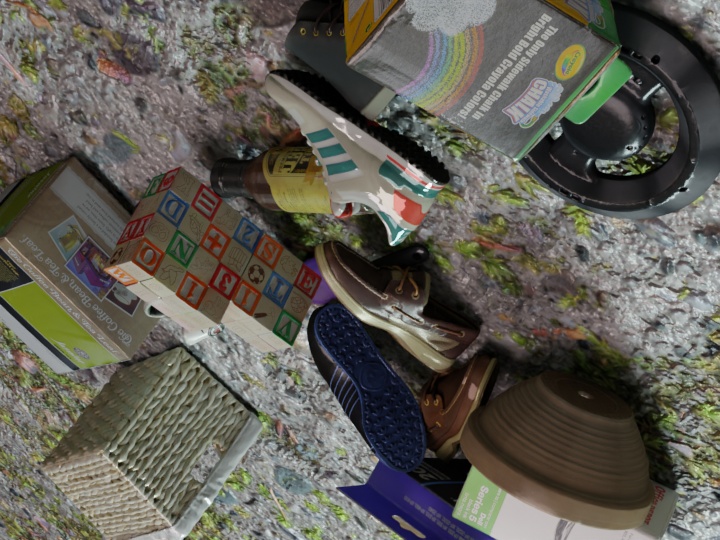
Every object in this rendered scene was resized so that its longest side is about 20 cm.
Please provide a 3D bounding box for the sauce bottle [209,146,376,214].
[{"bbox_3d":[-0.062,-0.087,1.441,0.199,0.065,0.065,3,137,37],"label":"sauce bottle"}]

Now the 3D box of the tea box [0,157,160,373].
[{"bbox_3d":[-0.340,0.000,1.728,0.200,0.134,0.196,48,149,-22],"label":"tea box"}]

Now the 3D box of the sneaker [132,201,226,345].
[{"bbox_3d":[-0.210,0.001,1.615,0.200,0.088,0.074,46,168,37],"label":"sneaker"}]

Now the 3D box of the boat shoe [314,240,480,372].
[{"bbox_3d":[0.040,0.023,1.484,0.072,0.072,0.200,-40,117,21],"label":"boat shoe"}]

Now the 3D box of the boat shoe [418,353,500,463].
[{"bbox_3d":[0.094,0.142,1.596,0.067,0.072,0.200,29,150,4],"label":"boat shoe"}]

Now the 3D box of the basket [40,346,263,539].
[{"bbox_3d":[-0.267,0.228,1.910,0.161,0.199,0.200,47,145,-17],"label":"basket"}]

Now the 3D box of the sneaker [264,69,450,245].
[{"bbox_3d":[-0.020,-0.100,1.328,0.199,0.070,0.094,36,111,18],"label":"sneaker"}]

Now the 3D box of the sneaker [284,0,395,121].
[{"bbox_3d":[0.004,-0.202,1.223,0.106,0.075,0.200,33,149,-5],"label":"sneaker"}]

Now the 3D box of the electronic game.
[{"bbox_3d":[0.196,-0.124,1.189,0.199,0.042,0.201,19,137,19],"label":"electronic game"}]

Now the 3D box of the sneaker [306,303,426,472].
[{"bbox_3d":[0.005,0.127,1.626,0.201,0.070,0.078,62,167,0],"label":"sneaker"}]

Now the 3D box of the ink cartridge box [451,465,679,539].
[{"bbox_3d":[0.213,0.240,1.541,0.199,0.145,0.084,25,108,13],"label":"ink cartridge box"}]

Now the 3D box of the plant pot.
[{"bbox_3d":[0.205,0.162,1.466,0.200,0.201,0.093,25,108,13],"label":"plant pot"}]

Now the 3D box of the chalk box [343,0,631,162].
[{"bbox_3d":[0.101,-0.177,1.078,0.199,0.124,0.124,27,126,-25],"label":"chalk box"}]

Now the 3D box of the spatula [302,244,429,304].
[{"bbox_3d":[0.000,0.000,1.541,0.199,0.021,0.057,-13,123,48],"label":"spatula"}]

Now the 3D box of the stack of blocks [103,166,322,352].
[{"bbox_3d":[-0.145,0.004,1.511,0.200,0.116,0.058,38,151,-27],"label":"stack of blocks"}]

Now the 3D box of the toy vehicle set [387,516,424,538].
[{"bbox_3d":[0.141,0.306,1.708,0.124,0.027,0.199,7,-178,-39],"label":"toy vehicle set"}]

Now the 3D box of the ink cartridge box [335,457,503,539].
[{"bbox_3d":[0.107,0.258,1.605,0.199,0.044,0.198,5,-163,-42],"label":"ink cartridge box"}]
